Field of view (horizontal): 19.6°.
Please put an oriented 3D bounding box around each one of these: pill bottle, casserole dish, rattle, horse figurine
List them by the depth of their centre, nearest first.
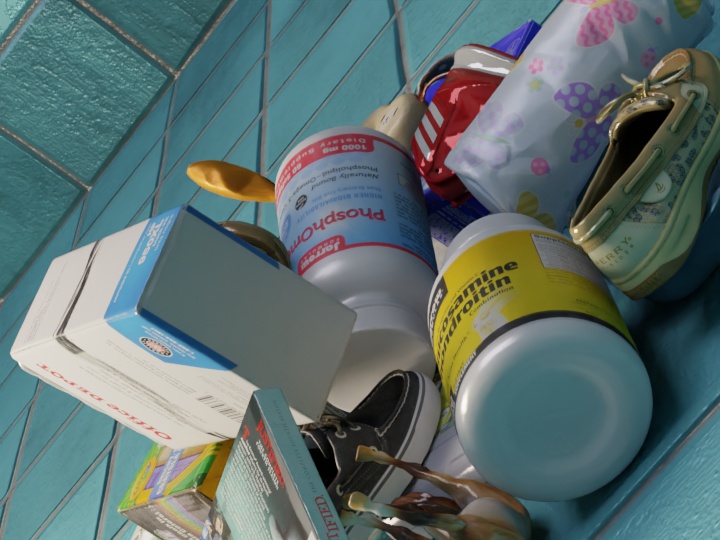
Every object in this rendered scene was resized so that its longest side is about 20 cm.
[{"bbox_3d":[0.053,0.147,1.179,0.200,0.132,0.050,-85,15,-86],"label":"horse figurine"},{"bbox_3d":[0.098,0.041,1.224,0.112,0.112,0.200,-50,19,15],"label":"pill bottle"},{"bbox_3d":[0.192,-0.043,1.278,0.121,0.039,0.200,-52,16,10],"label":"casserole dish"},{"bbox_3d":[0.000,0.000,1.457,0.109,0.108,0.201,-46,33,29],"label":"pill bottle"},{"bbox_3d":[-0.014,-0.118,1.592,0.200,0.143,0.130,-53,-2,33],"label":"rattle"}]

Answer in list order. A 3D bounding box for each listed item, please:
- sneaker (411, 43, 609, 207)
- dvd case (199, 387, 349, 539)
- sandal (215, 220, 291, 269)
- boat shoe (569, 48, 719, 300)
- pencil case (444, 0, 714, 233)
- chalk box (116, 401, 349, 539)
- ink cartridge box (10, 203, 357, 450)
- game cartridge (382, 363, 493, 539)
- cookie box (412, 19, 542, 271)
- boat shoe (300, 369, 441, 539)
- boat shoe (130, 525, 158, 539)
[{"bbox_3d":[0.116,-0.083,1.451,0.199,0.078,0.116,19,73,51],"label":"sneaker"},{"bbox_3d":[-0.055,0.188,1.201,0.146,0.022,0.201,62,146,39],"label":"dvd case"},{"bbox_3d":[-0.081,0.006,1.441,0.200,0.080,0.054,94,-167,-67],"label":"sandal"},{"bbox_3d":[0.170,-0.072,1.216,0.073,0.063,0.201,-42,19,39],"label":"boat shoe"},{"bbox_3d":[0.141,-0.115,1.347,0.201,0.090,0.083,-54,-24,1],"label":"pencil case"},{"bbox_3d":[-0.085,0.152,1.533,0.200,0.124,0.124,-21,36,61],"label":"chalk box"},{"bbox_3d":[-0.120,0.043,1.373,0.199,0.144,0.085,-17,46,56],"label":"ink cartridge box"},{"bbox_3d":[0.074,0.083,1.372,0.133,0.041,0.201,-44,18,46],"label":"game cartridge"},{"bbox_3d":[0.078,-0.080,1.625,0.200,0.075,0.172,-27,33,58],"label":"cookie box"},{"bbox_3d":[-0.019,0.128,1.323,0.070,0.066,0.200,-8,39,52],"label":"boat shoe"},{"bbox_3d":[-0.161,0.234,1.690,0.201,0.072,0.066,-54,20,4],"label":"boat shoe"}]
